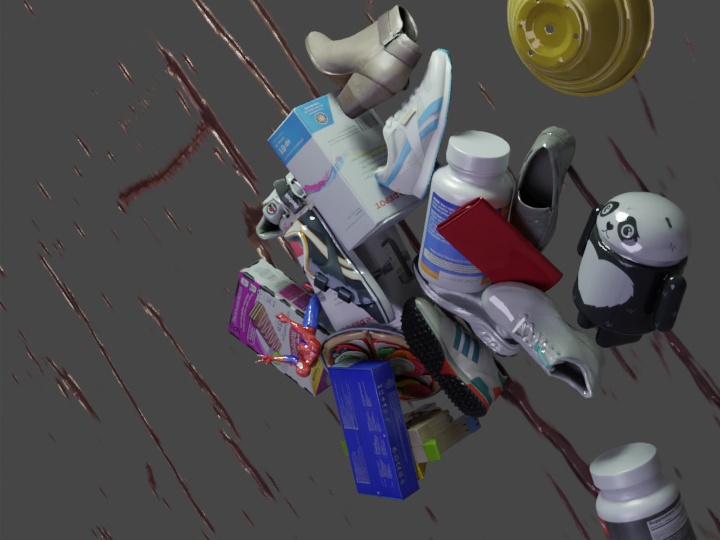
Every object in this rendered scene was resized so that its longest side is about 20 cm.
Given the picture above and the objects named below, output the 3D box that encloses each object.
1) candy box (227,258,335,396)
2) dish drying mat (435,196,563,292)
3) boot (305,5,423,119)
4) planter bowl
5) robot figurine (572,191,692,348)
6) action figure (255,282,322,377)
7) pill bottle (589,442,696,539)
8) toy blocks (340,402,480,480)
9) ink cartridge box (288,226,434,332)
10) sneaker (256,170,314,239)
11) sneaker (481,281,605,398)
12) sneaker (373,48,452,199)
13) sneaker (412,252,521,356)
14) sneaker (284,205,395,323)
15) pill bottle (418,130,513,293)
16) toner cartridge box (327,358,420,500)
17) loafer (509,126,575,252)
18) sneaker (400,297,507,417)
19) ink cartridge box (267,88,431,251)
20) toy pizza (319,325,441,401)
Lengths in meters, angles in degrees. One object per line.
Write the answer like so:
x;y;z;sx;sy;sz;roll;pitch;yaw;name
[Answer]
-0.118;0.092;1.929;0.199;0.061;0.137;33;130;22;candy box
0.186;-0.024;1.564;0.077;0.018;0.200;-33;130;23;dish drying mat
0.010;-0.306;1.629;0.146;0.070;0.201;-44;52;22;boot
0.246;-0.299;1.434;0.200;0.083;0.202;18;121;31;planter bowl
0.334;0.000;1.477;0.150;0.125;0.201;22;124;14;robot figurine
-0.102;0.079;1.804;0.098;0.201;0.065;9;136;-9;action figure
0.387;0.344;1.608;0.115;0.116;0.201;-13;102;42;pill bottle
0.087;0.246;1.797;0.199;0.136;0.100;-18;95;47;toy blocks
0.000;0.000;1.776;0.145;0.085;0.201;-24;93;43;ink cartridge box
-0.099;-0.106;1.783;0.074;0.088;0.200;49;140;13;sneaker
0.244;0.094;1.582;0.200;0.089;0.075;35;125;-6;sneaker
0.075;-0.200;1.589;0.080;0.077;0.201;16;102;3;sneaker
0.160;0.034;1.682;0.200;0.074;0.080;38;113;16;sneaker
-0.031;0.006;1.681;0.200;0.079;0.078;54;175;12;sneaker
0.145;-0.081;1.601;0.112;0.112;0.201;26;125;27;pill bottle
0.019;0.229;1.724;0.095;0.043;0.201;-1;107;47;toner cartridge box
0.228;-0.093;1.556;0.070;0.070;0.201;25;126;24;loafer
0.139;0.110;1.708;0.200;0.093;0.070;54;145;-7;sneaker
-0.012;-0.146;1.673;0.200;0.144;0.085;53;133;6;ink cartridge box
0.033;0.151;1.788;0.199;0.032;0.201;10;145;7;toy pizza
